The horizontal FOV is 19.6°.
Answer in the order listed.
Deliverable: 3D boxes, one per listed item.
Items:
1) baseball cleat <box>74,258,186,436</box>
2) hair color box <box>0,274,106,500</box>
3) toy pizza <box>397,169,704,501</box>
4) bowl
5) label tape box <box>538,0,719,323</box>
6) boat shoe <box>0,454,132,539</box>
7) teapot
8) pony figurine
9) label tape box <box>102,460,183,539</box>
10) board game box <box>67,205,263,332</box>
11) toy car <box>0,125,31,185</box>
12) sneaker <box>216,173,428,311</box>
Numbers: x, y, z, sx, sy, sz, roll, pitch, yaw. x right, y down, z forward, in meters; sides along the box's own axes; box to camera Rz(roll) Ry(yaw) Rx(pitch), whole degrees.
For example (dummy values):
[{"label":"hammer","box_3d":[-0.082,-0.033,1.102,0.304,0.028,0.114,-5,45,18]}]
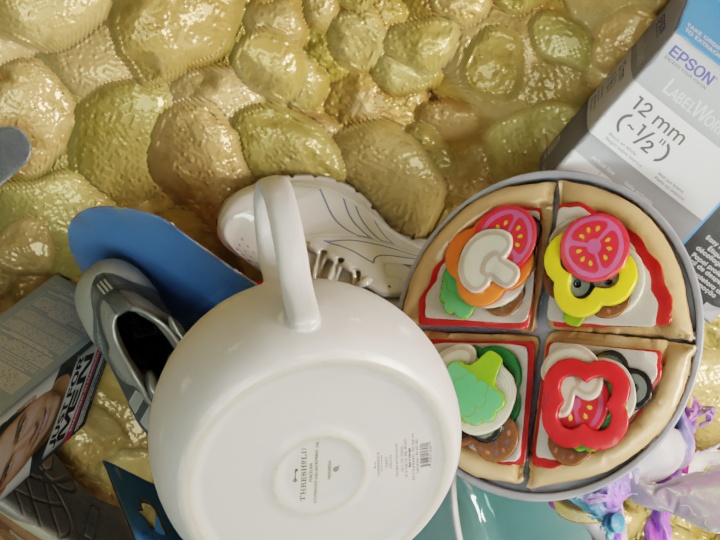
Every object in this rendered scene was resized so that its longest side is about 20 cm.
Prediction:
[{"label":"baseball cleat","box_3d":[-0.121,0.082,1.356,0.070,0.107,0.200,-38,128,-1]},{"label":"hair color box","box_3d":[-0.231,0.087,1.344,0.060,0.200,0.100,27,116,9]},{"label":"toy pizza","box_3d":[0.107,0.036,1.245,0.199,0.032,0.202,-5,77,25]},{"label":"bowl","box_3d":[0.080,0.173,1.366,0.104,0.201,0.202,-18,112,35]},{"label":"label tape box","box_3d":[0.224,-0.088,1.280,0.143,0.066,0.200,36,116,-9]},{"label":"boat shoe","box_3d":[-0.226,0.178,1.452,0.200,0.076,0.072,42,122,-19]},{"label":"teapot","box_3d":[-0.041,0.074,1.231,0.197,0.146,0.200,34,108,-32]},{"label":"pony figurine","box_3d":[0.178,0.117,1.311,0.192,0.166,0.202,-21,97,-12]},{"label":"label tape box","box_3d":[-0.074,0.203,1.286,0.199,0.144,0.064,24,98,-21]},{"label":"board game box","box_3d":[-0.095,0.009,1.354,0.199,0.039,0.158,35,154,-9]},{"label":"toy car","box_3d":[-0.305,-0.023,1.366,0.163,0.158,0.201,26,90,3]},{"label":"sneaker","box_3d":[0.000,0.000,1.339,0.198,0.087,0.075,20,116,-1]}]
